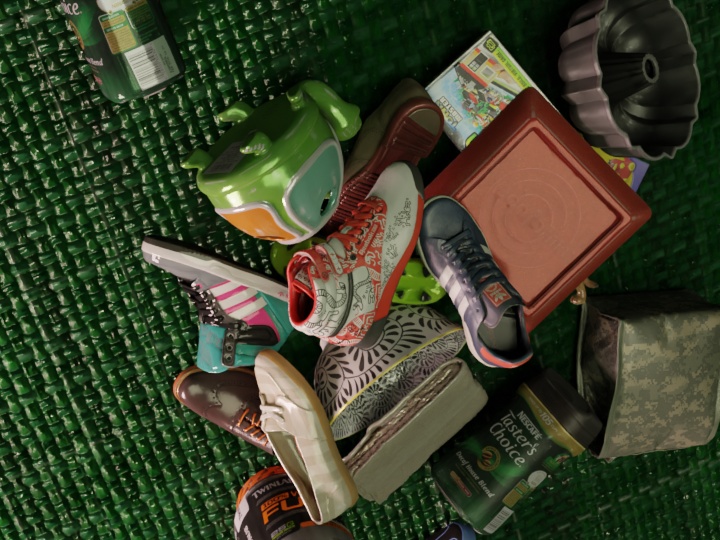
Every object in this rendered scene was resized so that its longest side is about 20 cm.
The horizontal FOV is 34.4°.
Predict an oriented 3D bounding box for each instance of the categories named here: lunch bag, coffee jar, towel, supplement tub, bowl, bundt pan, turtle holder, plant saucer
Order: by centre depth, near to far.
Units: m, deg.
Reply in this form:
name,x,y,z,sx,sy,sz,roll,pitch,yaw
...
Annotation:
name,x,y,z,sx,sy,sz,roll,pitch,yaw
coffee jar,-0.239,-0.264,1.087,0.085,0.104,0.201,-26,115,-12
turtle holder,-0.082,-0.112,1.196,0.141,0.186,0.132,-22,120,26
plant saucer,0.182,-0.058,1.255,0.200,0.037,0.200,44,99,-9
bundt pan,0.288,-0.215,1.277,0.201,0.076,0.203,5,83,-42
bowl,0.016,0.093,1.301,0.200,0.201,0.094,-36,73,-4
supplement tub,-0.072,0.310,1.310,0.122,0.200,0.123,-7,113,-18
towel,0.063,0.192,1.378,0.200,0.034,0.133,-42,151,-2
coffee jar,0.189,0.215,1.403,0.200,0.104,0.085,-43,144,4
lunch bag,0.359,0.133,1.444,0.163,0.118,0.201,-4,107,-18

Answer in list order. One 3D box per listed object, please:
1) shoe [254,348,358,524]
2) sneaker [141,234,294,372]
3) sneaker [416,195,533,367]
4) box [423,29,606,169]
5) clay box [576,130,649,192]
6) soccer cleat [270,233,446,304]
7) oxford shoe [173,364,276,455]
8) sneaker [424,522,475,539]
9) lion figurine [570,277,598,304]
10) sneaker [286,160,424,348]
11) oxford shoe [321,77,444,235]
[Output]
name,x,y,z,sx,sy,sz,roll,pitch,yaw
shoe,-0.066,0.178,1.237,0.053,0.070,0.201,-33,103,-32
sneaker,-0.160,0.045,1.249,0.199,0.084,0.121,23,91,-27
sneaker,0.125,0.013,1.202,0.075,0.084,0.200,-33,105,-13
box,0.163,-0.151,1.270,0.110,0.035,0.200,-41,100,9
clay box,0.223,-0.110,1.342,0.199,0.048,0.115,18,103,-25
soccer cleat,0.000,0.000,1.283,0.199,0.081,0.068,11,98,8
oxford shoe,-0.115,0.162,1.310,0.199,0.073,0.071,23,101,-25
sneaker,0.060,0.389,1.460,0.078,0.070,0.200,36,96,-34
lion figurine,0.175,-0.017,1.336,0.199,0.072,0.123,-10,108,-7
sneaker,-0.008,-0.024,1.177,0.108,0.067,0.202,15,94,-39
oxford shoe,0.019,-0.117,1.259,0.070,0.075,0.200,20,122,-33
